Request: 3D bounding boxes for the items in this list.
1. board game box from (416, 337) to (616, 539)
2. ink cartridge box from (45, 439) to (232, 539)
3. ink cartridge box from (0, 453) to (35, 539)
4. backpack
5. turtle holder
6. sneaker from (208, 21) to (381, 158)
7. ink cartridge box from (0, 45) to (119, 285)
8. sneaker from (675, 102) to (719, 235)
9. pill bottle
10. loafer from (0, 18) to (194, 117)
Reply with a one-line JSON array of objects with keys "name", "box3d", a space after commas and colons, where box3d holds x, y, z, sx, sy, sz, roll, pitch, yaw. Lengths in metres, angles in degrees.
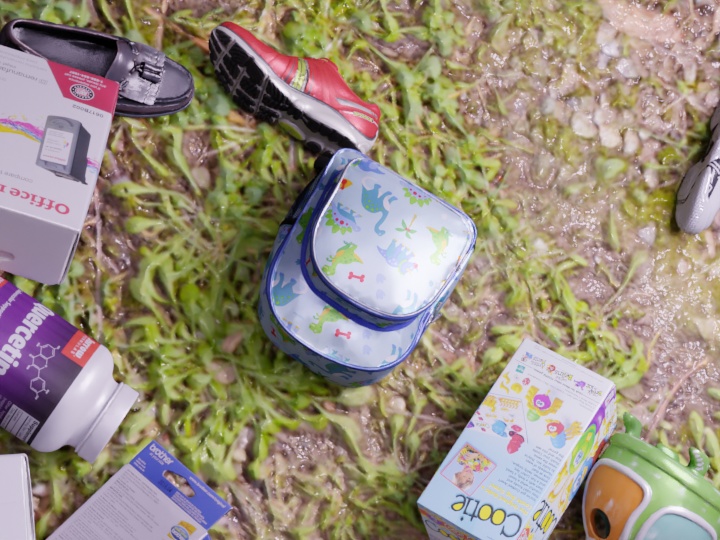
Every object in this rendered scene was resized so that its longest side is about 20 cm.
[{"name": "board game box", "box3d": [0.155, 0.187, 1.469, 0.105, 0.103, 0.200, 27, 68, 24]}, {"name": "ink cartridge box", "box3d": [-0.219, 0.259, 1.368, 0.119, 0.042, 0.200, 33, 68, 32]}, {"name": "ink cartridge box", "box3d": [-0.356, 0.210, 1.284, 0.145, 0.200, 0.083, -3, 78, -17]}, {"name": "backpack", "box3d": [0.000, 0.000, 1.465, 0.182, 0.147, 0.201, 31, 73, -4]}, {"name": "turtle holder", "box3d": [0.297, 0.242, 1.511, 0.141, 0.186, 0.132, 30, 83, 30]}, {"name": "sneaker", "box3d": [-0.066, -0.191, 1.540, 0.200, 0.077, 0.085, 37, 59, -12]}, {"name": "ink cartridge box", "box3d": [-0.315, -0.103, 1.394, 0.147, 0.086, 0.201, 17, 46, -13]}, {"name": "sneaker", "box3d": [0.425, -0.108, 1.649, 0.114, 0.075, 0.201, 29, 68, -4]}, {"name": "pill bottle", "box3d": [-0.305, 0.088, 1.374, 0.199, 0.112, 0.113, 34, 70, -6]}, {"name": "loafer", "box3d": [-0.257, -0.201, 1.483, 0.199, 0.063, 0.072, 13, 74, -12]}]
